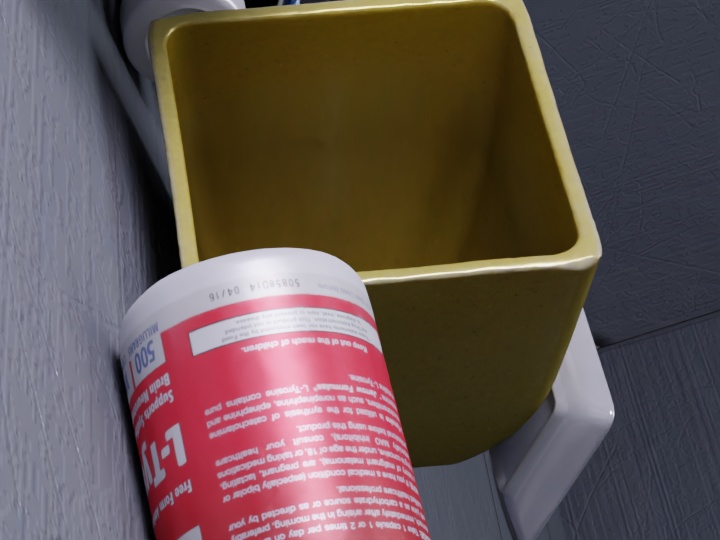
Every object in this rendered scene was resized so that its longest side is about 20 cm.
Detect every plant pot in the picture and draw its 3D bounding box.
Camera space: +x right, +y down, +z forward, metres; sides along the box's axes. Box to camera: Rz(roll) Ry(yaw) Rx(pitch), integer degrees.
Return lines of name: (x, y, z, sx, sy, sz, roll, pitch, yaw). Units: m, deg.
plant pot: (0.000, 0.000, 1.176, 0.200, 0.194, 0.195, 92, -11, -48)

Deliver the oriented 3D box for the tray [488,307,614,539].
tray: (0.083, 0.039, 1.226, 0.200, 0.022, 0.108, -103, -148, -45)

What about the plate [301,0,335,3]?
plate: (-0.047, -0.227, 1.447, 0.200, 0.032, 0.200, 58, -11, 5)

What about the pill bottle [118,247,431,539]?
pill bottle: (-0.030, 0.101, 0.951, 0.112, 0.112, 0.201, 60, 14, -62)

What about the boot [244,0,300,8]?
boot: (-0.066, -0.170, 1.359, 0.096, 0.073, 0.201, 124, -33, -52)

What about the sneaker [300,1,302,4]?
sneaker: (-0.067, -0.125, 1.463, 0.200, 0.070, 0.078, 54, 45, -21)

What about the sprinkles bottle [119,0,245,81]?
sprinkles bottle: (-0.105, -0.188, 1.290, 0.200, 0.068, 0.068, -101, 171, -47)
